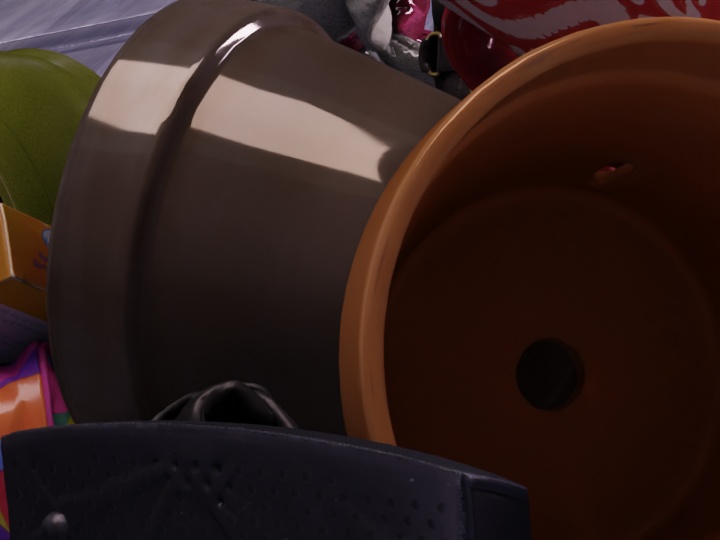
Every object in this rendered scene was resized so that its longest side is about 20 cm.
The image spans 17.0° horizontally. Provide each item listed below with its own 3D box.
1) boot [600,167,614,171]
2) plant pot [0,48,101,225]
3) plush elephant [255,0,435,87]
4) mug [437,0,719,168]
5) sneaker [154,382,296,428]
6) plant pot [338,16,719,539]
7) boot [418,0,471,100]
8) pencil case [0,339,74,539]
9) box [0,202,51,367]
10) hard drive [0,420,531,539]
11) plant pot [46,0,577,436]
[{"bbox_3d":[0.106,-0.076,1.145,0.072,0.145,0.200,-19,18,-18],"label":"boot"},{"bbox_3d":[-0.204,-0.029,1.205,0.199,0.201,0.193,-8,12,25],"label":"plant pot"},{"bbox_3d":[-0.001,-0.130,1.318,0.164,0.156,0.200,-2,21,36],"label":"plush elephant"},{"bbox_3d":[0.118,-0.102,0.849,0.134,0.200,0.178,-53,-7,-5],"label":"mug"},{"bbox_3d":[-0.049,0.079,0.842,0.076,0.091,0.200,-26,18,-27],"label":"sneaker"},{"bbox_3d":[0.080,0.031,0.764,0.199,0.201,0.140,-20,0,-14],"label":"plant pot"},{"bbox_3d":[0.060,-0.067,1.085,0.069,0.175,0.200,-1,11,-18],"label":"boot"},{"bbox_3d":[-0.210,0.090,0.999,0.199,0.089,0.088,-13,16,2],"label":"pencil case"},{"bbox_3d":[-0.192,0.042,1.046,0.199,0.042,0.119,-24,-27,24],"label":"box"},{"bbox_3d":[-0.026,0.108,0.684,0.042,0.136,0.199,-10,6,-43],"label":"hard drive"},{"bbox_3d":[0.000,0.000,0.963,0.173,0.201,0.200,12,27,24],"label":"plant pot"}]
